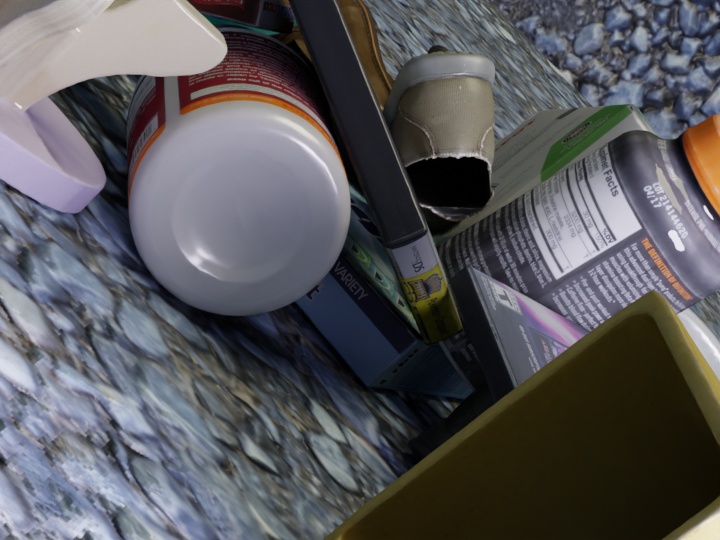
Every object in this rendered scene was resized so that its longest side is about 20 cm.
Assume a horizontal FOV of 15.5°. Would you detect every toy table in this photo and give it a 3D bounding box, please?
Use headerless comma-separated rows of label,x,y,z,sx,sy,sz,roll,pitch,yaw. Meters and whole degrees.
toy table,-0.170,-0.131,1.272,0.200,0.117,0.184,39,14,-35

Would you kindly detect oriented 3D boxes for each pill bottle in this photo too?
pill bottle,-0.068,-0.062,1.397,0.113,0.113,0.200,41,13,-19
pill bottle,0.139,-0.010,1.516,0.106,0.199,0.106,52,17,-23

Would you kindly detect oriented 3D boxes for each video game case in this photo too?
video game case,0.135,0.087,1.429,0.200,0.019,0.143,26,33,-43
video game case,0.002,-0.076,1.424,0.181,0.025,0.201,65,4,-71

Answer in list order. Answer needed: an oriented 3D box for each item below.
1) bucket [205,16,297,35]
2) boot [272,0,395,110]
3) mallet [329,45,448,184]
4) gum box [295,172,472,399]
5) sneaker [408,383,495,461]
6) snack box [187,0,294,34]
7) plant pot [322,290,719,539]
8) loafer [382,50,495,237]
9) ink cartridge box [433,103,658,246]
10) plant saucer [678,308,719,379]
bucket,-0.111,-0.239,1.644,0.207,0.207,0.135,40,4,-23
boot,-0.032,-0.151,1.789,0.075,0.074,0.200,24,27,-46
mallet,0.019,-0.114,1.721,0.066,0.041,0.200,40,29,-10
gum box,0.000,0.000,1.591,0.170,0.045,0.200,50,12,17
sneaker,0.104,0.101,1.500,0.076,0.091,0.200,47,10,20
snack box,-0.138,-0.170,1.493,0.199,0.024,0.072,16,5,13
plant pot,0.125,0.169,1.120,0.200,0.195,0.194,48,10,-21
loafer,0.040,-0.058,1.551,0.200,0.075,0.070,97,-10,-68
ink cartridge box,0.115,-0.033,1.713,0.084,0.146,0.200,53,-7,-9
plant saucer,0.174,0.105,1.703,0.199,0.050,0.201,20,57,-34
